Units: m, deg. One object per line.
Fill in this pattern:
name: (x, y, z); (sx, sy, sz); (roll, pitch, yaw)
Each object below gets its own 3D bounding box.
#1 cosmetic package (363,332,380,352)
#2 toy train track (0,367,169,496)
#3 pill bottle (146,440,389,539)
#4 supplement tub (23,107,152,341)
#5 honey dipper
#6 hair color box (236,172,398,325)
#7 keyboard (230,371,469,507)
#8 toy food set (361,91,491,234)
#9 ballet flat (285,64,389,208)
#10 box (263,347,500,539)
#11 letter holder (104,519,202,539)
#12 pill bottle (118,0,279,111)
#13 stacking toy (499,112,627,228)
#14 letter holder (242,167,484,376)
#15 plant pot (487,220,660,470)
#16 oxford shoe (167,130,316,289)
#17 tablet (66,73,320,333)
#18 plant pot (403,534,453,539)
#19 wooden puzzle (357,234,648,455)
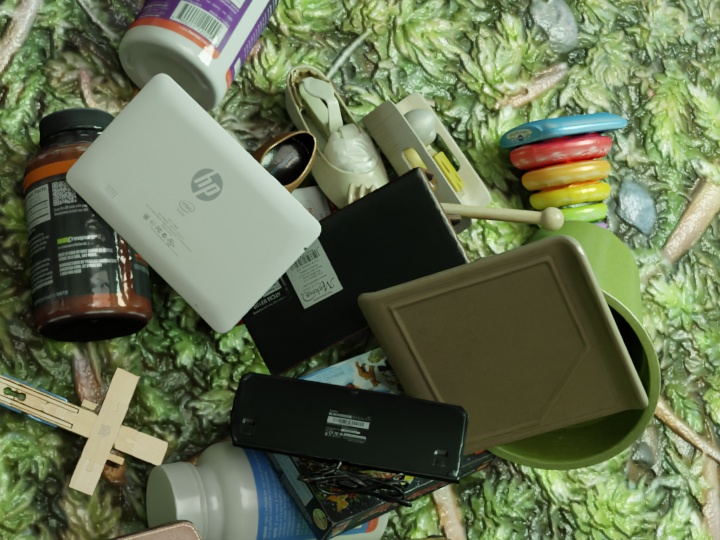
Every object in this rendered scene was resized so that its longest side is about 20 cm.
cosmetic package: (0.116, 0.092, 1.570); (0.200, 0.105, 0.071); (35, 60, -13)
toy train track: (-0.269, 0.128, 1.420); (0.200, 0.033, 0.115); (24, 72, -10)
pill bottle: (-0.084, 0.205, 1.432); (0.200, 0.112, 0.112); (-2, 74, -27)
supplement tub: (-0.247, -0.042, 1.440); (0.107, 0.107, 0.200); (1, 73, -25)
honey dipper: (0.088, -0.056, 1.476); (0.200, 0.038, 0.038); (5, 69, 4)
hair color box: (-0.038, -0.023, 1.557); (0.200, 0.064, 0.111); (-11, 77, -26)
keyboard: (-0.013, 0.149, 1.345); (0.200, 0.040, 0.104); (9, 52, 5)
toy food set: (0.077, -0.113, 1.587); (0.060, 0.200, 0.144); (-35, 91, 14)
ballet flat: (-0.024, -0.130, 1.550); (0.069, 0.069, 0.200); (-8, 46, -27)
box: (0.012, 0.144, 1.423); (0.200, 0.038, 0.137); (-19, 65, -36)
letter holder: (-0.181, 0.323, 1.342); (0.142, 0.101, 0.200); (-13, 80, -18)
pill bottle: (-0.143, -0.262, 1.558); (0.111, 0.111, 0.200); (33, 62, -12)
stacking toy: (0.223, -0.061, 1.685); (0.110, 0.116, 0.200); (-9, 91, -27)
letter holder: (0.000, 0.000, 1.433); (0.200, 0.142, 0.101); (-28, 86, 11)
plant pot: (0.183, 0.048, 1.459); (0.200, 0.200, 0.190); (43, 30, -7)
oxford shoe: (-0.110, -0.061, 1.464); (0.071, 0.071, 0.200); (41, 64, -8)
tablet: (-0.145, -0.058, 1.371); (0.200, 0.014, 0.130); (44, 96, 6)
plant pot: (0.048, 0.333, 1.382); (0.200, 0.199, 0.182); (-1, 89, -28)
wooden puzzle: (0.120, 0.064, 1.340); (0.037, 0.200, 0.185); (-74, 143, -53)
